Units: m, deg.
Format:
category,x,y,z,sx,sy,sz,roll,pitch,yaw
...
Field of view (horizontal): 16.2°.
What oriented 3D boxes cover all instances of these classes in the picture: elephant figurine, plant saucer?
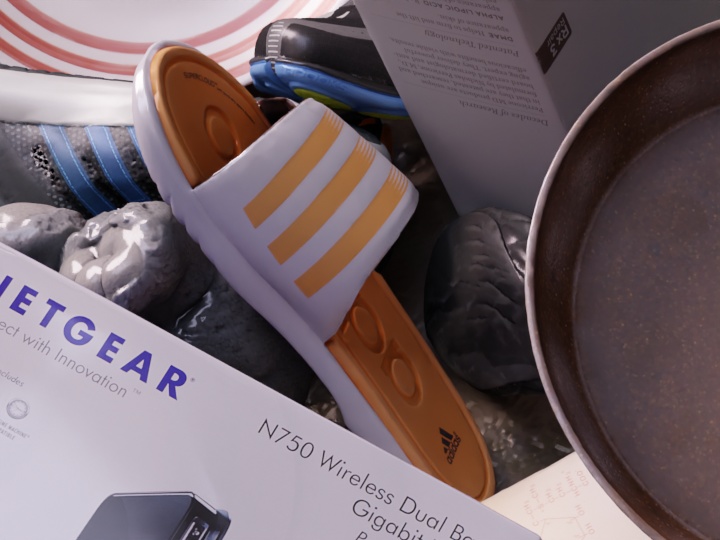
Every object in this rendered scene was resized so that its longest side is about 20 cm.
category,x,y,z,sx,sy,sz,roll,pitch,yaw
elephant figurine,-0.086,0.087,0.860,0.155,0.142,0.200,-5,68,14
plant saucer,0.147,0.015,0.775,0.200,0.035,0.201,2,67,-6

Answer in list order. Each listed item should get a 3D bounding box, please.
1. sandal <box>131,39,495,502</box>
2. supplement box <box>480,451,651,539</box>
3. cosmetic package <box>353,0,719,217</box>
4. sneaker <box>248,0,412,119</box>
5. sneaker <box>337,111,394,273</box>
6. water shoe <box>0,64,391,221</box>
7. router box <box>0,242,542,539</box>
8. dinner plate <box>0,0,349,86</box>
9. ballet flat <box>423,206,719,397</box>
category,x,y,z,sx,sy,sz,roll,pitch,yaw
sandal,0.002,-0.004,0.862,0.059,0.207,0.079,-28,22,26
supplement box,0.046,0.146,0.798,0.200,0.074,0.126,-29,45,0
cosmetic package,0.069,-0.096,0.908,0.081,0.200,0.113,16,63,36
sneaker,0.027,-0.113,0.976,0.071,0.083,0.199,16,32,39
sneaker,-0.044,-0.048,1.016,0.112,0.078,0.200,-21,57,1
water shoe,-0.086,-0.031,0.944,0.200,0.071,0.079,8,92,16
router box,-0.076,0.111,0.741,0.200,0.049,0.180,27,65,9
dinner plate,-0.086,-0.162,1.000,0.200,0.024,0.201,0,85,-4
ballet flat,0.077,0.016,0.883,0.200,0.057,0.067,14,98,63
